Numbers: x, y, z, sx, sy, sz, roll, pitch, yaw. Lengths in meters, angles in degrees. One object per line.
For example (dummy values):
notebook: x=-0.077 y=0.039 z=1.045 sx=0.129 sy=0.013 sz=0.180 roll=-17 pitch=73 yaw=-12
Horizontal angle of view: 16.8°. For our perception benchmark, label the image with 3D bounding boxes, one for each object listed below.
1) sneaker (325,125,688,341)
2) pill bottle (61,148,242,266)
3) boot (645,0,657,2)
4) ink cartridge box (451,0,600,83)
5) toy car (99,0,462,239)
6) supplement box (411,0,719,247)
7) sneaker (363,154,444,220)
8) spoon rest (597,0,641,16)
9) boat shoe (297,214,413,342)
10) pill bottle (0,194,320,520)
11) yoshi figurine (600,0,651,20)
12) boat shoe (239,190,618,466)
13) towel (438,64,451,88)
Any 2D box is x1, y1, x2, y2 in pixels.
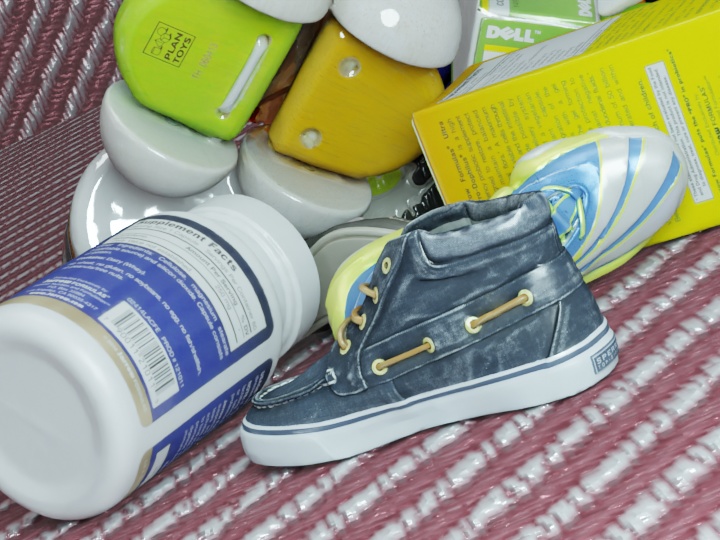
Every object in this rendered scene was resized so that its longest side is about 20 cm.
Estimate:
sneaker: x=0.077 y=0.002 z=1.210 sx=0.199 sy=0.076 sz=0.105 roll=-29 pitch=22 yaw=11
pill bottle: x=-0.126 y=-0.016 z=1.506 sx=0.116 sy=0.117 sz=0.200 roll=-25 pitch=-2 yaw=-12
boot: x=0.174 y=-0.205 z=1.661 sx=0.157 sy=0.211 sz=0.080 roll=-4 pitch=49 yaw=31
ink cartridge box: x=0.103 y=-0.181 z=1.430 sx=0.075 sy=0.201 sz=0.148 roll=7 pitch=33 yaw=-3
toy car: x=-0.051 y=-0.129 z=1.377 sx=0.176 sy=0.199 sz=0.150 roll=-58 pitch=31 yaw=28
supplement box: x=0.147 y=-0.077 z=1.306 sx=0.199 sy=0.110 sz=0.109 roll=-17 pitch=12 yaw=26
sneaker: x=0.031 y=-0.049 z=1.519 sx=0.199 sy=0.077 sz=0.085 roll=-25 pitch=6 yaw=-12
spoon rest: x=0.214 y=-0.147 z=1.408 sx=0.199 sy=0.061 sz=0.099 roll=21 pitch=-35 yaw=-41
boat shoe: x=0.000 y=0.000 z=1.358 sx=0.057 sy=0.067 sz=0.199 roll=-36 pitch=13 yaw=-36
pill bottle: x=-0.111 y=0.038 z=1.273 sx=0.115 sy=0.116 sz=0.200 roll=-15 pitch=13 yaw=37
yoshi figurine: x=0.181 y=-0.132 z=1.525 sx=0.112 sy=0.113 sz=0.200 roll=-13 pitch=16 yaw=15
boat shoe: x=0.018 y=0.025 z=1.125 sx=0.199 sy=0.091 sz=0.071 roll=-17 pitch=12 yaw=29
towel: x=0.004 y=-0.100 z=1.656 sx=0.200 sy=0.049 sz=0.148 roll=-48 pitch=15 yaw=13
